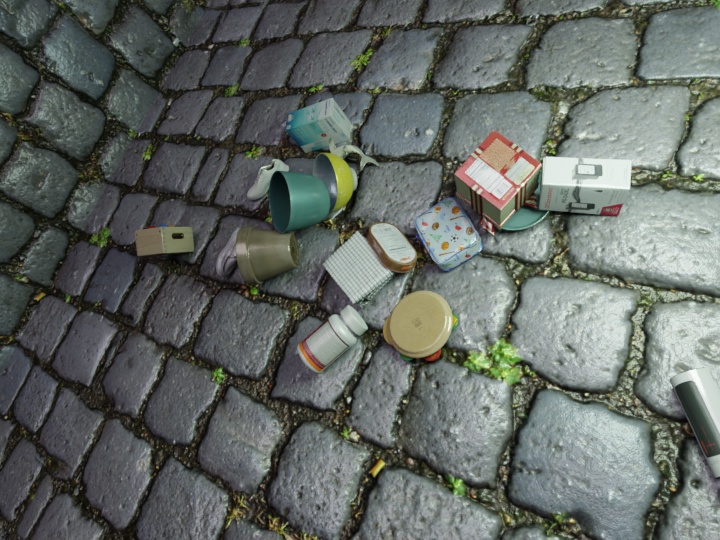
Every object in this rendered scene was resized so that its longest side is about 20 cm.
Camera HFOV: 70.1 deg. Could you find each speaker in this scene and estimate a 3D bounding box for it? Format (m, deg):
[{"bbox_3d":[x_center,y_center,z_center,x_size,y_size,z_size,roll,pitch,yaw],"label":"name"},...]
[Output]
[{"bbox_3d":[0.698,0.301,1.015,0.081,0.081,0.202,-21,58,20],"label":"speaker"}]

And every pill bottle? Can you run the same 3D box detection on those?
[{"bbox_3d":[-0.081,0.201,1.508,0.200,0.110,0.110,-41,53,6],"label":"pill bottle"}]

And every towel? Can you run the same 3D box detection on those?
[{"bbox_3d":[0.000,0.000,1.577,0.165,0.086,0.200,-41,57,-2],"label":"towel"}]

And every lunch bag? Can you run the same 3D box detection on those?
[{"bbox_3d":[0.250,-0.106,1.489,0.160,0.075,0.201,-34,55,15],"label":"lunch bag"}]

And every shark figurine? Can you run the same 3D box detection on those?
[{"bbox_3d":[-0.033,-0.413,1.812,0.213,0.089,0.130,3,102,40],"label":"shark figurine"}]

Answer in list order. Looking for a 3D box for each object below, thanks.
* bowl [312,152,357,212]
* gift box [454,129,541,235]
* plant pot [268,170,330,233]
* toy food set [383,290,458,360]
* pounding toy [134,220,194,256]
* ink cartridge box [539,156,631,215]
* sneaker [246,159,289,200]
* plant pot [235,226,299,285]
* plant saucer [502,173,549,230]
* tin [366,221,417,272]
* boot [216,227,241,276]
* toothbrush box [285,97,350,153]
[{"bbox_3d":[-0.075,-0.304,1.744,0.107,0.201,0.201,-13,48,-26],"label":"bowl"},{"bbox_3d":[0.369,-0.219,1.365,0.184,0.187,0.200,-43,72,2],"label":"gift box"},{"bbox_3d":[-0.196,-0.232,1.706,0.200,0.160,0.203,23,116,58],"label":"plant pot"},{"bbox_3d":[0.165,0.154,1.424,0.200,0.049,0.198,-49,52,0],"label":"toy food set"},{"bbox_3d":[-0.777,-0.137,2.054,0.183,0.200,0.144,-4,93,29],"label":"pounding toy"},{"bbox_3d":[0.555,-0.211,1.289,0.198,0.145,0.084,7,72,19],"label":"ink cartridge box"},{"bbox_3d":[-0.372,-0.356,1.979,0.200,0.080,0.071,-41,54,8],"label":"sneaker"},{"bbox_3d":[-0.305,-0.057,1.738,0.172,0.200,0.202,-6,62,8],"label":"plant pot"},{"bbox_3d":[0.445,-0.196,1.441,0.198,0.036,0.202,-13,61,24],"label":"plant saucer"},{"bbox_3d":[0.093,-0.074,1.546,0.111,0.042,0.201,-14,50,-24],"label":"tin"},{"bbox_3d":[-0.452,-0.067,1.882,0.095,0.073,0.202,7,69,40],"label":"boot"},{"bbox_3d":[-0.154,-0.532,1.895,0.198,0.146,0.086,-11,62,25],"label":"toothbrush box"}]
